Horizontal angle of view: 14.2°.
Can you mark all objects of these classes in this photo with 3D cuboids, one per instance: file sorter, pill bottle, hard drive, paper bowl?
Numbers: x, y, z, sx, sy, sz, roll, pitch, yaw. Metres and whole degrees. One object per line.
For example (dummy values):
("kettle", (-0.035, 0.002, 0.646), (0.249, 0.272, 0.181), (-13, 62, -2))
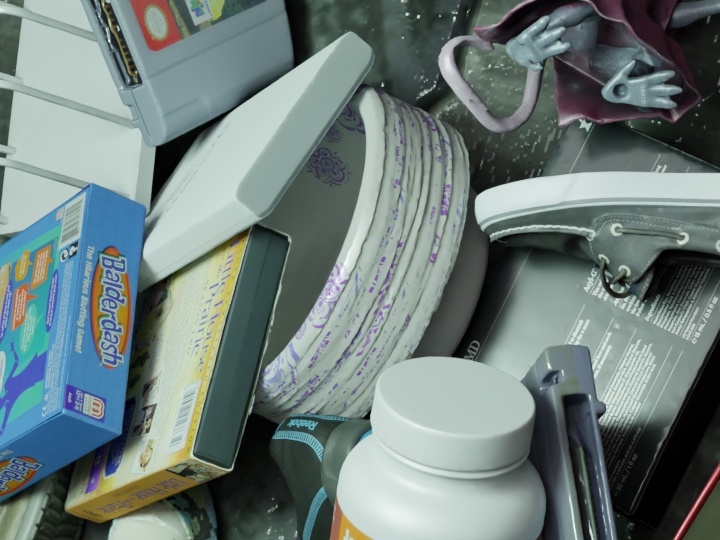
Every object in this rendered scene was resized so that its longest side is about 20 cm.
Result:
("file sorter", (-0.210, -0.136, 1.792), (0.138, 0.124, 0.201), (-9, 72, 47))
("pill bottle", (0.037, 0.153, 1.534), (0.112, 0.112, 0.201), (18, 118, 22))
("hard drive", (-0.075, -0.059, 1.707), (0.027, 0.200, 0.132), (40, 62, -12))
("paper bowl", (0.000, 0.000, 1.689), (0.104, 0.200, 0.202), (22, 83, -22))

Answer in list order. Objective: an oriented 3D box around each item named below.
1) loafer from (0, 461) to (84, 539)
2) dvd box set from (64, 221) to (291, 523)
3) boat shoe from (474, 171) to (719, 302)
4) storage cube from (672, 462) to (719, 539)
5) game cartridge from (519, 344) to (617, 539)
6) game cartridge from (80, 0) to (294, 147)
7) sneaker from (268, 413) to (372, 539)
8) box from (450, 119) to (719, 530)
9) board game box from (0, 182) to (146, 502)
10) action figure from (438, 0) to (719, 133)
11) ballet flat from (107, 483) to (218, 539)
("loafer", (-0.228, 0.188, 1.769), (0.069, 0.075, 0.201), (18, 82, 20))
("dvd box set", (-0.109, 0.063, 1.700), (0.029, 0.200, 0.147), (22, 68, -21))
("boat shoe", (0.161, -0.015, 1.606), (0.199, 0.070, 0.067), (0, 79, 8))
("storage cube", (0.274, 0.166, 1.541), (0.170, 0.180, 0.201), (31, 89, 23))
("game cartridge", (0.109, 0.156, 1.547), (0.038, 0.130, 0.201), (-3, 68, -11))
("game cartridge", (-0.116, -0.191, 1.770), (0.041, 0.133, 0.201), (-11, 105, 46))
("sneaker", (0.013, 0.158, 1.654), (0.082, 0.201, 0.073), (12, 43, 43))
("box", (0.148, 0.027, 1.675), (0.141, 0.079, 0.201), (26, 87, 19))
("board game box", (-0.206, 0.055, 1.739), (0.200, 0.045, 0.153), (-29, 48, 45))
("action figure", (0.144, -0.153, 1.692), (0.148, 0.134, 0.200), (-26, 26, 23))
("ballet flat", (-0.126, 0.203, 1.734), (0.074, 0.074, 0.201), (-4, 75, 18))
